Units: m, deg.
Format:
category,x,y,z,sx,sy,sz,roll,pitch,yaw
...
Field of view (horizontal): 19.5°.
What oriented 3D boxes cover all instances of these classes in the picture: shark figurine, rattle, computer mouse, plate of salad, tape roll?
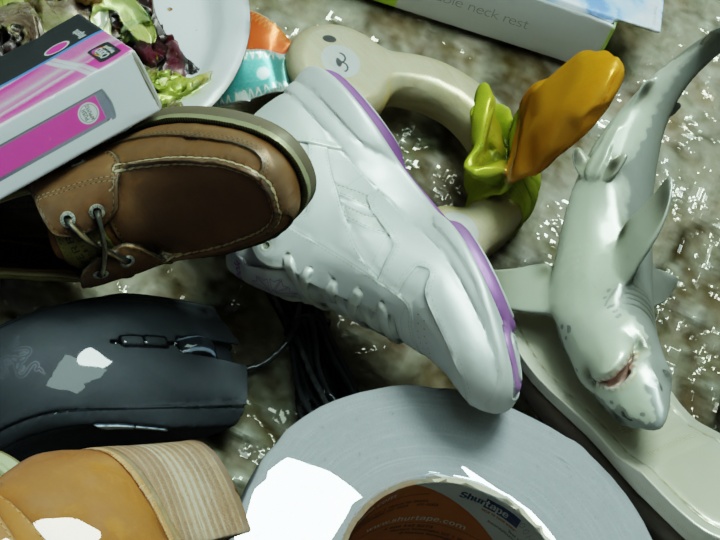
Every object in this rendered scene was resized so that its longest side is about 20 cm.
category,x,y,z,sx,sy,sz,roll,pitch,yaw
shark figurine,0.140,-0.028,0.991,0.089,0.128,0.216,31,76,-41
rattle,0.010,-0.098,1.033,0.200,0.143,0.130,43,69,7
computer mouse,-0.099,0.018,0.966,0.198,0.046,0.141,-2,56,-20
plate of salad,-0.153,-0.136,1.045,0.198,0.048,0.201,4,53,-5
tape roll,0.032,0.151,0.902,0.198,0.066,0.202,9,53,-13

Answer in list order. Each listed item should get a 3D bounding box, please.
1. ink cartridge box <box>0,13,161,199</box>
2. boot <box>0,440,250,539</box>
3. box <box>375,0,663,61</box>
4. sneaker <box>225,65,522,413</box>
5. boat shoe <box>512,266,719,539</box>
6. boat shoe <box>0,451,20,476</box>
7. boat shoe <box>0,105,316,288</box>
category,x,y,z,sx,sy,sz,roll,pitch,yaw
ink cartridge box,-0.190,-0.046,0.919,0.199,0.037,0.095,-33,26,-11
boot,-0.082,0.156,0.760,0.155,0.077,0.201,-10,70,-47
box,0.073,-0.191,1.174,0.198,0.048,0.123,17,52,-6
sneaker,0.000,0.000,0.957,0.099,0.075,0.200,-33,58,-7
boat shoe,0.120,0.076,0.982,0.071,0.060,0.200,-15,45,-28
boat shoe,-0.128,0.165,0.836,0.063,0.073,0.202,-16,69,-33
boat shoe,-0.112,-0.022,0.927,0.068,0.199,0.072,-53,127,-44
